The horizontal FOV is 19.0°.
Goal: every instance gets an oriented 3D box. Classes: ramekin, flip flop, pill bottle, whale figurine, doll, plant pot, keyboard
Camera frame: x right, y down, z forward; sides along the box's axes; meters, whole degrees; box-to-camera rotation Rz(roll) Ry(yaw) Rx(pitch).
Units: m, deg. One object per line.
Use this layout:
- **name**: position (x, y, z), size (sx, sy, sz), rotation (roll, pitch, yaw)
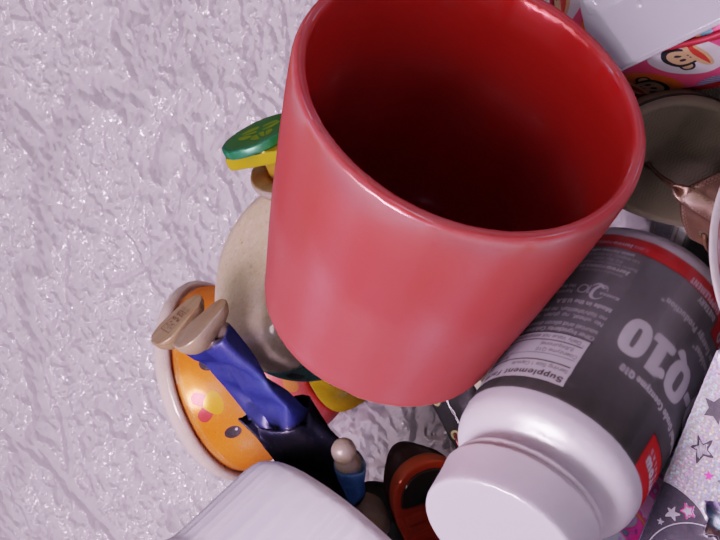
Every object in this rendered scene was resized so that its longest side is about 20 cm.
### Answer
- **ramekin**: position (-0.028, 0.210, 1.326), size (0.200, 0.098, 0.201), rotation (39, 163, 14)
- **flip flop**: position (0.216, -0.035, 1.214), size (0.199, 0.058, 0.081), rotation (30, 109, -20)
- **pill bottle**: position (0.126, 0.080, 1.232), size (0.113, 0.200, 0.114), rotation (23, 145, 18)
- **whale figurine**: position (0.000, 0.000, 1.389), size (0.199, 0.104, 0.160), rotation (-23, 52, 33)
- **doll**: position (-0.047, 0.101, 1.360), size (0.200, 0.048, 0.136), rotation (50, 163, -20)
- **plant pot**: position (0.036, -0.034, 1.171), size (0.200, 0.200, 0.178), rotation (45, 140, 21)
- **keyboard**: position (0.199, -0.163, 1.131), size (0.199, 0.011, 0.057), rotation (-25, 71, 36)

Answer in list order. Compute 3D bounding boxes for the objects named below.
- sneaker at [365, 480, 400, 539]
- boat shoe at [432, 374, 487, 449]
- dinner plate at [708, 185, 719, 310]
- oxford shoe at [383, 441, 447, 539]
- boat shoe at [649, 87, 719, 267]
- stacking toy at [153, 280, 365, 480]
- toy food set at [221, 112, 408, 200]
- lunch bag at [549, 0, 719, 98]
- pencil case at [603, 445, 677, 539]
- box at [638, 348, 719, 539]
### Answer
- **sneaker**: position (0.082, 0.162, 1.458), size (0.199, 0.073, 0.083), rotation (10, 106, 27)
- **boat shoe**: position (0.101, 0.116, 1.375), size (0.063, 0.073, 0.202), rotation (-23, 94, 52)
- **dinner plate**: position (0.284, -0.004, 1.174), size (0.201, 0.199, 0.024), rotation (61, 168, 9)
- **oxford shoe**: position (0.069, 0.198, 1.403), size (0.073, 0.071, 0.201), rotation (-133, 22, -70)
- **boat shoe**: position (0.207, -0.086, 1.275), size (0.065, 0.074, 0.203), rotation (29, 116, 38)
- **stacking toy**: position (-0.031, 0.055, 1.501), size (0.199, 0.146, 0.147), rotation (-19, 90, 25)
- **toy food set**: position (0.018, -0.097, 1.349), size (0.199, 0.198, 0.049), rotation (-5, 117, 40)
- **lunch bag**: position (0.170, -0.200, 1.224), size (0.175, 0.082, 0.202), rotation (-9, 71, 41)
- **pencil case**: position (0.137, 0.144, 1.307), size (0.087, 0.200, 0.088), rotation (27, 145, 21)
- **box**: position (0.243, 0.133, 1.257), size (0.114, 0.132, 0.201), rotation (29, 120, 23)
